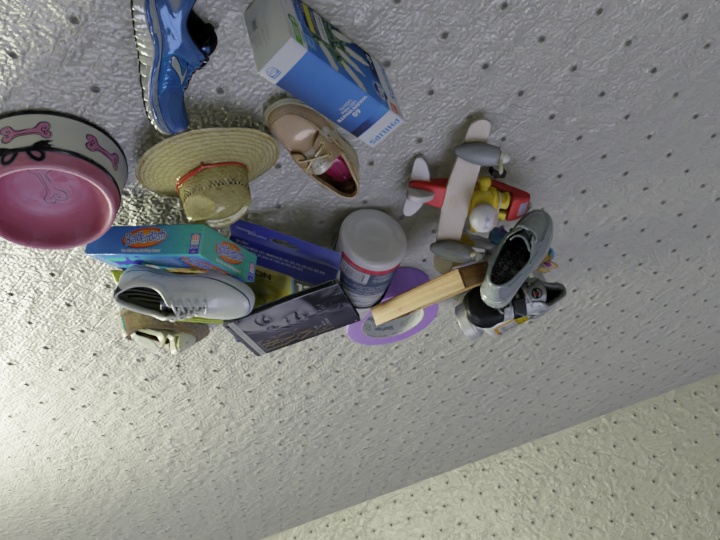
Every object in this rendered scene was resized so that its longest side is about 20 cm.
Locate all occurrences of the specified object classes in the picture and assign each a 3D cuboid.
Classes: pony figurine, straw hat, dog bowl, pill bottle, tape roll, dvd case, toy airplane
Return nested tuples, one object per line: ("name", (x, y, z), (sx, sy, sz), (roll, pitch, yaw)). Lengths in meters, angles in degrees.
("pony figurine", (0.252, -0.032, 1.175), (0.195, 0.171, 0.193), (7, -169, 12))
("straw hat", (-0.195, -0.107, 0.871), (0.196, 0.087, 0.201), (-15, 165, -4))
("dog bowl", (-0.400, -0.104, 0.833), (0.195, 0.075, 0.202), (-12, 148, -7))
("pill bottle", (0.308, 0.071, 1.404), (0.198, 0.115, 0.112), (-31, 146, 21))
("tape roll", (0.060, 0.078, 1.343), (0.195, 0.067, 0.202), (-12, 149, -7))
("dvd case", (-0.109, 0.082, 1.067), (0.196, 0.016, 0.149), (-19, 150, 6))
("pill bottle", (0.000, 0.000, 1.140), (0.117, 0.122, 0.201), (-4, 147, -19))
("toy airplane", (0.164, -0.109, 1.023), (0.197, 0.142, 0.201), (-36, 126, 6))

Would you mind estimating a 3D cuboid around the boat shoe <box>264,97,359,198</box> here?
("boat shoe", (-0.056, -0.164, 0.905), (0.073, 0.070, 0.199), (-30, 146, 22))

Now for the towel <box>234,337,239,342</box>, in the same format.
("towel", (-0.153, 0.091, 1.279), (0.195, 0.049, 0.113), (-6, 147, -19))

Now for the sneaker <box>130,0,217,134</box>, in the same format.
("sneaker", (-0.202, -0.233, 0.722), (0.087, 0.080, 0.202), (-4, 146, -14))

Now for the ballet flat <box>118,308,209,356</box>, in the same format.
("ballet flat", (-0.363, 0.122, 1.207), (0.068, 0.068, 0.198), (-34, 145, 28))

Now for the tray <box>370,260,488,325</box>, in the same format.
("tray", (0.119, 0.039, 1.106), (0.198, 0.038, 0.098), (-28, 170, 40))

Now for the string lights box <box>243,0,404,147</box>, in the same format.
("string lights box", (-0.039, -0.237, 0.767), (0.059, 0.105, 0.198), (-35, 145, 28))

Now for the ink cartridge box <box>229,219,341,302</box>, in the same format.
("ink cartridge box", (-0.131, 0.013, 1.086), (0.193, 0.048, 0.201), (18, 150, 7))

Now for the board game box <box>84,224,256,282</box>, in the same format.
("board game box", (-0.274, -0.022, 0.953), (0.195, 0.046, 0.152), (1, 165, 20))

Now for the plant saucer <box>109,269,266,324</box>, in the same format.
("plant saucer", (-0.273, 0.051, 1.050), (0.194, 0.049, 0.200), (3, 167, 9))

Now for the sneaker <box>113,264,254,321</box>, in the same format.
("sneaker", (-0.250, 0.045, 0.918), (0.195, 0.071, 0.074), (6, 122, 0))

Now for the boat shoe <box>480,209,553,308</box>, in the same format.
("boat shoe", (0.258, -0.032, 1.039), (0.202, 0.069, 0.072), (-53, 160, -24))

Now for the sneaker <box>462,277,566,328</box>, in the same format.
("sneaker", (0.259, 0.043, 1.078), (0.196, 0.076, 0.088), (-8, 162, -32))
